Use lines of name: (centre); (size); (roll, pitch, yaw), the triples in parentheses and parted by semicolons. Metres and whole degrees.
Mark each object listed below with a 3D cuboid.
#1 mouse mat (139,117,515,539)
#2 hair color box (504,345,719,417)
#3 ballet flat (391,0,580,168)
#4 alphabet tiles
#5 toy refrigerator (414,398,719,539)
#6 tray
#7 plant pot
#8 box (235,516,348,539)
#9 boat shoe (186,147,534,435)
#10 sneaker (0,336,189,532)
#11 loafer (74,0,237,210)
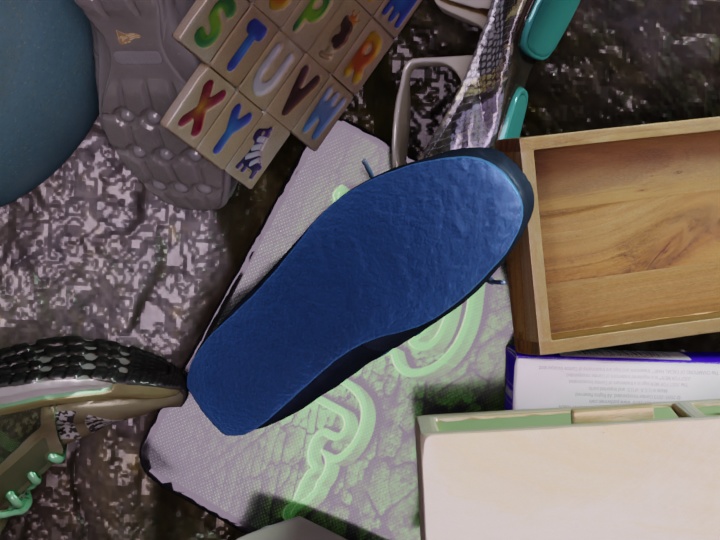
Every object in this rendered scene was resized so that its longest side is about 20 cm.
mouse mat: (0.005, 0.048, 1.295); (0.160, 0.008, 0.201); (29, 91, -1)
hair color box: (0.120, 0.138, 1.267); (0.109, 0.065, 0.201); (2, 92, -1)
ballet flat: (0.058, -0.102, 1.259); (0.072, 0.072, 0.201); (21, 88, 0)
alphabet tiles: (-0.012, -0.132, 1.213); (0.006, 0.166, 0.200); (35, 89, 25)
toy refrigerator: (0.125, 0.091, 1.196); (0.199, 0.076, 0.070); (-3, 93, 0)
tray: (0.164, -0.022, 1.247); (0.199, 0.037, 0.099); (-7, 93, -17)
plant pot: (-0.214, -0.121, 1.226); (0.199, 0.135, 0.201); (0, 92, 0)
box: (0.030, 0.187, 1.211); (0.199, 0.082, 0.069); (25, 102, 20)
boat shoe: (0.000, 0.000, 1.224); (0.200, 0.069, 0.084); (-30, 89, 30)
sneaker: (-0.174, 0.089, 1.273); (0.199, 0.077, 0.089); (-12, 105, 6)
loafer: (-0.091, -0.113, 1.226); (0.070, 0.070, 0.201); (6, 136, 19)
